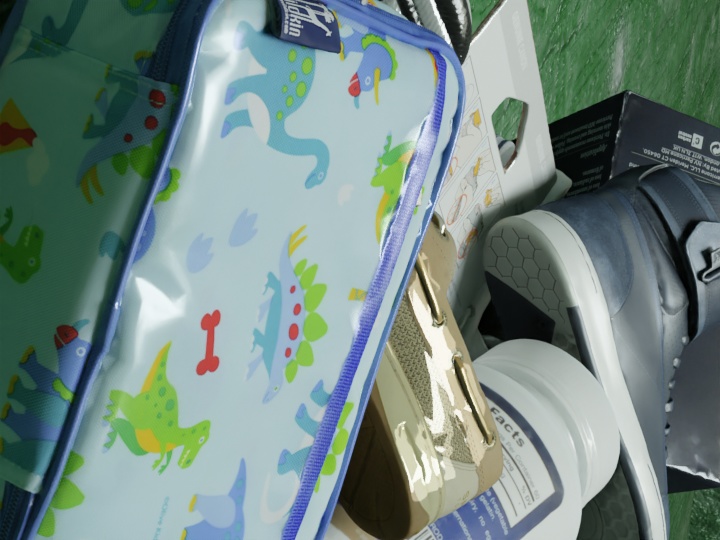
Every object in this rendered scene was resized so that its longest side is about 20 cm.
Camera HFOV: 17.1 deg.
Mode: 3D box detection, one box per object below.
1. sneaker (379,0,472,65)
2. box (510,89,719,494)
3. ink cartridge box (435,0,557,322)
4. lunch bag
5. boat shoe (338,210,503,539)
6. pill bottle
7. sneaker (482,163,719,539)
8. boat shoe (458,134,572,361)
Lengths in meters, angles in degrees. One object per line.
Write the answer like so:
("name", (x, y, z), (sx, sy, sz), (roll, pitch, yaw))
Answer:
("sneaker", (-0.024, -0.164, 0.893), (0.116, 0.075, 0.201), (-121, -168, -64))
("box", (0.118, 0.024, 1.293), (0.200, 0.104, 0.183), (-19, -127, 64))
("ink cartridge box", (0.017, -0.022, 1.057), (0.177, 0.045, 0.200), (-56, 160, -15))
("lunch bag", (-0.050, 0.004, 0.713), (0.160, 0.082, 0.201), (14, 97, -58))
("boat shoe", (0.000, 0.000, 0.919), (0.064, 0.071, 0.201), (-24, 103, -32))
("pill bottle", (0.025, 0.106, 1.030), (0.200, 0.110, 0.112), (-33, 134, -45))
("sneaker", (0.143, 0.050, 1.147), (0.146, 0.077, 0.204), (-25, 110, -39))
("boat shoe", (0.049, 0.031, 1.218), (0.074, 0.065, 0.201), (-35, 147, -64))
